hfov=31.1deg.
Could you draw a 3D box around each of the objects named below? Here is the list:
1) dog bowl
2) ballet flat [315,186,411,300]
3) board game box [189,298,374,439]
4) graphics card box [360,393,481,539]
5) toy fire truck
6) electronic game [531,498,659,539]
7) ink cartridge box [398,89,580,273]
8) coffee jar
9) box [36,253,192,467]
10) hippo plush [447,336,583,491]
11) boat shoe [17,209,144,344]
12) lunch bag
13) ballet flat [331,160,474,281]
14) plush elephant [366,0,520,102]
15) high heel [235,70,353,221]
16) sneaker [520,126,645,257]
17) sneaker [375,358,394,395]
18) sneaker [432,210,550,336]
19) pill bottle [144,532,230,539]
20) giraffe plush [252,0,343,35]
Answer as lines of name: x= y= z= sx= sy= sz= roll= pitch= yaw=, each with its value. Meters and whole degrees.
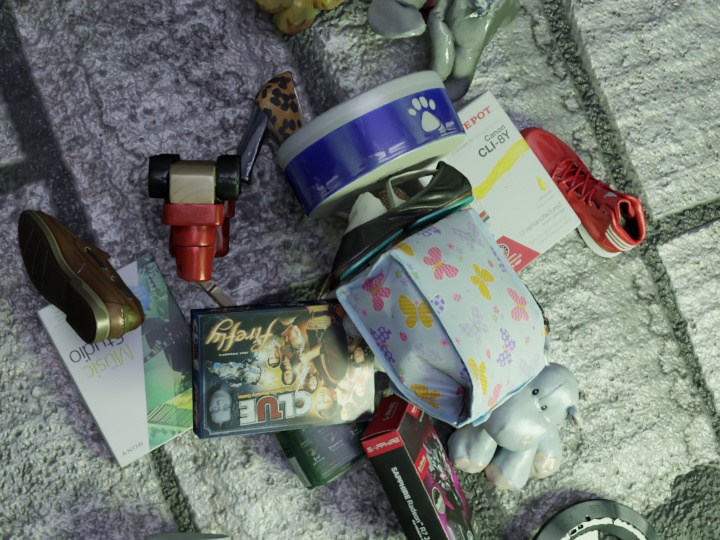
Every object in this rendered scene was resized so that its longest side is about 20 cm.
dog bowl: x=0.012 y=-0.135 z=1.411 sx=0.200 sy=0.200 sz=0.079 roll=-25 pitch=85 yaw=-16
ballet flat: x=0.000 y=0.000 z=1.458 sx=0.070 sy=0.065 sz=0.201 roll=26 pitch=102 yaw=10
board game box: x=-0.082 y=0.103 z=1.392 sx=0.199 sy=0.035 sz=0.136 roll=-4 pitch=101 yaw=-23
graphics card box: x=0.072 y=0.248 z=1.470 sx=0.051 sy=0.125 sz=0.201 roll=-21 pitch=100 yaw=16
toy fire truck: x=-0.165 y=-0.027 z=1.431 sx=0.128 sy=0.176 sz=0.201 roll=1 pitch=96 yaw=-5
electronic game: x=0.284 y=0.378 z=1.570 sx=0.199 sy=0.042 sz=0.201 roll=0 pitch=91 yaw=-19
ink cartridge box: x=0.146 y=-0.094 z=1.566 sx=0.145 sy=0.083 sz=0.200 roll=-36 pitch=94 yaw=-15
coffee jar: x=-0.072 y=0.142 z=1.480 sx=0.104 sy=0.085 sz=0.200 roll=-33 pitch=93 yaw=-8
box: x=-0.255 y=0.101 z=1.462 sx=0.144 sy=0.036 sz=0.201 roll=-29 pitch=92 yaw=-16
hippo plush: x=0.204 y=0.172 z=1.511 sx=0.200 sy=0.161 sz=0.160 roll=-29 pitch=91 yaw=-16
boat shoe: x=-0.308 y=0.005 z=1.418 sx=0.068 sy=0.072 sz=0.200 roll=-13 pitch=51 yaw=-38
lunch bag: x=0.096 y=0.059 z=1.383 sx=0.200 sy=0.127 sz=0.169 roll=55 pitch=41 yaw=5
ballet flat: x=0.034 y=-0.060 z=1.407 sx=0.200 sy=0.068 sz=0.069 roll=-31 pitch=83 yaw=-28
plush elephant: x=0.092 y=-0.323 z=1.548 sx=0.155 sy=0.200 sz=0.165 roll=31 pitch=84 yaw=9
high heel: x=-0.042 y=-0.143 z=1.526 sx=0.199 sy=0.071 sz=0.143 roll=22 pitch=85 yaw=-2
sneaker: x=0.280 y=-0.107 z=1.587 sx=0.200 sy=0.115 sz=0.078 roll=44 pitch=74 yaw=-7
sneaker: x=0.020 y=0.073 z=1.520 sx=0.099 sy=0.078 sz=0.200 roll=-37 pitch=92 yaw=-11
sneaker: x=0.134 y=0.010 z=1.482 sx=0.078 sy=0.075 sz=0.200 roll=-35 pitch=92 yaw=10
pill bottle: x=-0.190 y=0.390 z=1.405 sx=0.116 sy=0.116 sz=0.201 roll=2 pitch=82 yaw=-15
giraffe plush: x=-0.099 y=-0.403 z=1.513 sx=0.172 sy=0.200 sz=0.162 roll=-41 pitch=66 yaw=-12
